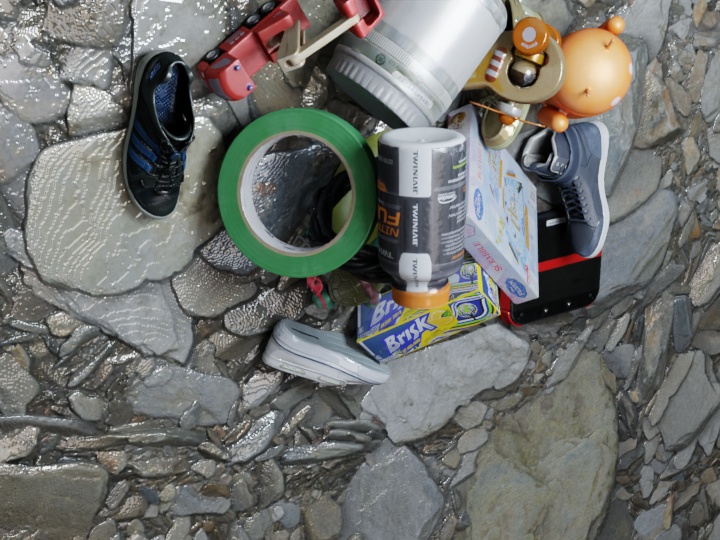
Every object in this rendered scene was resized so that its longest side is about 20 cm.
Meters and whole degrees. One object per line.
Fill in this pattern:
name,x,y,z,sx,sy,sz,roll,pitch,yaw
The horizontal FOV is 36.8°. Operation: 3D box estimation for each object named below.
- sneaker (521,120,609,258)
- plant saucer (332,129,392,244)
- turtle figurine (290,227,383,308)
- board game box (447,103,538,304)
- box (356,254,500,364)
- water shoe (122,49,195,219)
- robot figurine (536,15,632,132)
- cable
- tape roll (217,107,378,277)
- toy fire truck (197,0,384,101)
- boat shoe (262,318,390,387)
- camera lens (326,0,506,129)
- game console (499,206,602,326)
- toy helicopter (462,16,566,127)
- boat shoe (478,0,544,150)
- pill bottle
sneaker,0.300,-0.118,1.596,0.145,0.076,0.206,-6,96,-42
plant saucer,0.044,-0.091,1.484,0.197,0.031,0.203,-15,119,-28
turtle figurine,0.000,0.000,1.429,0.198,0.101,0.151,-28,123,3
board game box,0.183,-0.091,1.491,0.041,0.202,0.199,-19,136,29
box,0.090,0.054,1.490,0.198,0.071,0.064,-25,133,25
water shoe,-0.229,-0.148,1.242,0.071,0.079,0.203,-10,116,-30
robot figurine,0.301,-0.264,1.474,0.142,0.200,0.118,-21,95,0
cable,0.030,-0.063,1.369,0.197,0.051,0.166,-21,82,-3
tape roll,-0.073,-0.095,1.313,0.197,0.048,0.204,2,99,12
toy fire truck,-0.083,-0.264,1.248,0.200,0.141,0.049,-43,128,-10
boat shoe,-0.050,0.125,1.505,0.198,0.074,0.067,26,112,-30
camera lens,0.072,-0.285,1.331,0.159,0.160,0.201,37,88,-39
game console,0.301,-0.012,1.700,0.197,0.031,0.180,-13,112,-30
toy helicopter,0.170,-0.246,1.408,0.079,0.197,0.135,-8,93,-65
boat shoe,0.194,-0.265,1.462,0.063,0.073,0.204,20,84,-38
pill bottle,0.072,-0.059,1.274,0.105,0.106,0.204,-11,111,-29
